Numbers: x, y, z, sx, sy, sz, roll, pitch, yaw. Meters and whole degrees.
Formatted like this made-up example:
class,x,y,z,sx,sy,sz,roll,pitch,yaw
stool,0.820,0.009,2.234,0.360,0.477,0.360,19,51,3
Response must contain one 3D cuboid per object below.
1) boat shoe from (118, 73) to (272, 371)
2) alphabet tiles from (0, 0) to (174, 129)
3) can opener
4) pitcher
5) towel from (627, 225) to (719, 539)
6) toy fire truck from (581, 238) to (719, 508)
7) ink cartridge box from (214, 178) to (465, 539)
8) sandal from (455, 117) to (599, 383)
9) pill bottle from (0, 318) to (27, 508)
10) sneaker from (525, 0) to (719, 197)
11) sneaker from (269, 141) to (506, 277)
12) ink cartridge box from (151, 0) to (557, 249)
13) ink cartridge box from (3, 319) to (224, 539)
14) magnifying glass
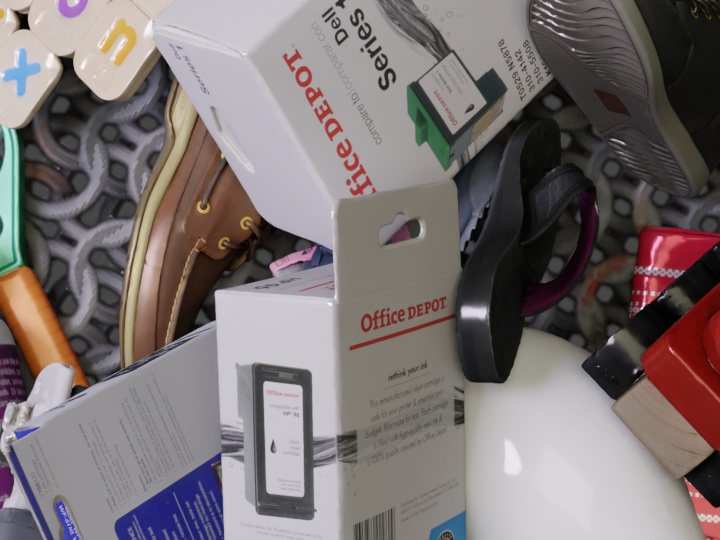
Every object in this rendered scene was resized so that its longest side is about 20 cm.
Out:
class,x,y,z,sx,sy,sz,roll,pitch,yaw
boat shoe,-0.080,-0.032,0.939,0.068,0.072,0.200,14,81,3
alphabet tiles,-0.162,-0.182,0.938,0.200,0.015,0.196,44,106,24
can opener,-0.152,0.134,0.816,0.066,0.053,0.200,24,56,-22
pitcher,0.103,0.145,0.905,0.200,0.121,0.172,51,127,15
towel,0.211,0.079,0.955,0.145,0.022,0.200,7,84,1
toy fire truck,0.211,-0.012,0.832,0.129,0.200,0.176,48,48,8
ink cartridge box,-0.007,0.060,0.818,0.068,0.116,0.200,4,99,31
sandal,0.092,-0.010,0.895,0.048,0.200,0.075,-1,124,18
pill bottle,-0.224,0.085,0.905,0.112,0.112,0.200,-12,84,-2
sneaker,0.153,-0.131,0.906,0.075,0.200,0.106,26,76,32
sneaker,0.000,0.000,0.938,0.082,0.070,0.200,36,83,1
ink cartridge box,0.016,-0.124,0.890,0.200,0.084,0.146,-46,130,-17
ink cartridge box,-0.094,0.093,0.828,0.039,0.200,0.099,-19,95,33
magnifying glass,-0.200,-0.016,0.962,0.080,0.022,0.200,-27,86,-3
